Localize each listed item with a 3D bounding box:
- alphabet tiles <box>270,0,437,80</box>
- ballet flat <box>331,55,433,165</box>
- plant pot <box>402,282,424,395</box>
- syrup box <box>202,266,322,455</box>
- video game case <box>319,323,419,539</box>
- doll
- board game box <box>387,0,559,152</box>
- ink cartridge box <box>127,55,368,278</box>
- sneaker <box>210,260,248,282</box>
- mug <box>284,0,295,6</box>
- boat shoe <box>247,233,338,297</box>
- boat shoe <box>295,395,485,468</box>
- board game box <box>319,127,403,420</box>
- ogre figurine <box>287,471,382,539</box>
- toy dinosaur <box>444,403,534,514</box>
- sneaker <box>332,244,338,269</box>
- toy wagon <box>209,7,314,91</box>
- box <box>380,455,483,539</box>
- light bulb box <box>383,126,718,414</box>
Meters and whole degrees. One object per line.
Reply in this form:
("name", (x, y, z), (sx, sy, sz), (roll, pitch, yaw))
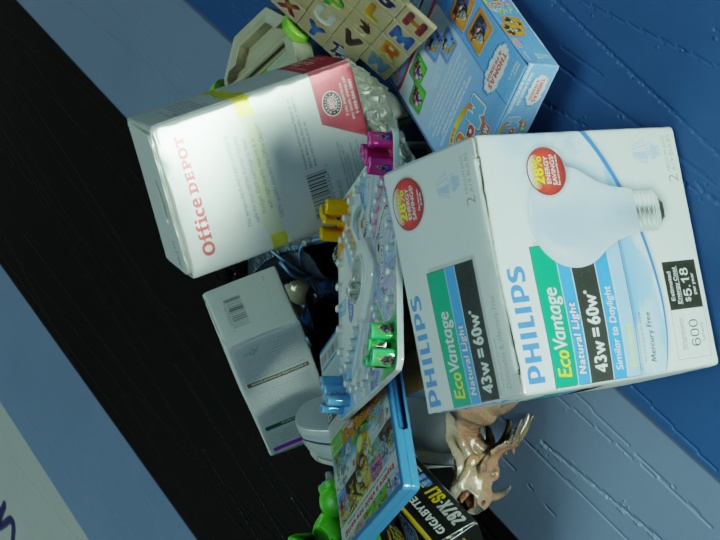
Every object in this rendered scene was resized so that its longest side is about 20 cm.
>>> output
("alphabet tiles", (-0.017, -0.248, 1.476), (0.166, 0.006, 0.200), (42, 158, -5))
("ballet flat", (0.032, -0.117, 1.540), (0.072, 0.072, 0.200), (-40, 70, 51))
("plant pot", (0.075, 0.018, 1.425), (0.200, 0.027, 0.200), (-46, 19, 22))
("syrup box", (-0.089, 0.095, 1.663), (0.200, 0.081, 0.079), (75, 171, -51))
("video game case", (0.005, 0.126, 1.418), (0.143, 0.018, 0.200), (124, 145, -51))
("doll", (-0.025, 0.065, 1.676), (0.200, 0.048, 0.137), (-122, 35, -43))
("board game box", (0.092, -0.180, 1.454), (0.200, 0.037, 0.151), (64, 142, 41))
("ink cartridge box", (-0.095, -0.098, 1.495), (0.083, 0.200, 0.145), (26, 134, 64))
("sneaker", (-0.117, -0.039, 1.708), (0.077, 0.111, 0.200), (43, 162, -14))
("mug", (-0.015, -0.328, 1.550), (0.149, 0.187, 0.153), (35, 150, -6))
("boat shoe", (-0.043, -0.022, 1.627), (0.200, 0.084, 0.069), (-33, 55, 42))
("boat shoe", (0.033, 0.164, 1.566), (0.200, 0.074, 0.065), (8, 131, 34))
("board game box", (-0.003, 0.008, 1.369), (0.200, 0.026, 0.200), (128, 143, -68))
("ogre figurine", (-0.003, 0.279, 1.636), (0.120, 0.098, 0.200), (13, 115, 45))
("toy dinosaur", (0.120, 0.098, 1.428), (0.200, 0.135, 0.086), (-50, 17, 12))
("sneaker", (0.000, 0.000, 1.536), (0.089, 0.077, 0.200), (41, 156, 25))
("toy wagon", (-0.086, -0.156, 1.621), (0.155, 0.040, 0.200), (-34, 61, 48))
("box", (0.068, 0.259, 1.484), (0.160, 0.049, 0.200), (42, 156, 48))
("light bulb box", (0.147, -0.002, 1.271), (0.125, 0.200, 0.199), (-20, 79, 56))
